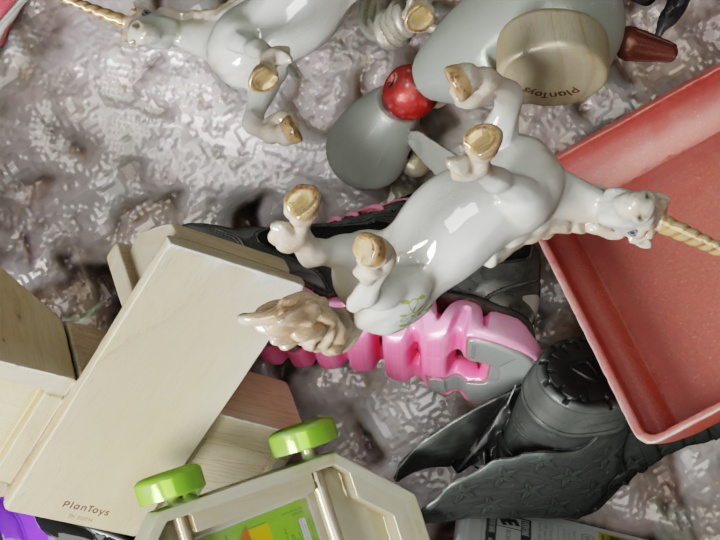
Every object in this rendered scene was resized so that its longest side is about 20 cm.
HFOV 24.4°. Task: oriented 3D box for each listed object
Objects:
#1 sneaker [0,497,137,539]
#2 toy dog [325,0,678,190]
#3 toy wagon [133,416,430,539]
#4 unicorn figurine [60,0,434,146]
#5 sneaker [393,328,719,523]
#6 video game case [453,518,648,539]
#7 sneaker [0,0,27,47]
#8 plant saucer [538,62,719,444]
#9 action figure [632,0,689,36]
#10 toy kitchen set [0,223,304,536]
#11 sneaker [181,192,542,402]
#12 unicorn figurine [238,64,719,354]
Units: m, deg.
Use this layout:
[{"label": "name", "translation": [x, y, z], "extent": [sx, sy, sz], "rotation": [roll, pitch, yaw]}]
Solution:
[{"label": "sneaker", "translation": [-0.122, 0.172, 0.828], "extent": [0.099, 0.070, 0.200], "rotation": [-36, 87, -2]}, {"label": "toy dog", "translation": [0.072, -0.093, 0.795], "extent": [0.096, 0.200, 0.132], "rotation": [21, 78, -25]}, {"label": "toy wagon", "translation": [-0.056, 0.162, 0.757], "extent": [0.199, 0.040, 0.156], "rotation": [-17, 88, -22]}, {"label": "unicorn figurine", "translation": [-0.041, -0.125, 0.814], "extent": [0.200, 0.137, 0.074], "rotation": [-26, 123, -2]}, {"label": "sneaker", "translation": [0.123, 0.078, 0.825], "extent": [0.199, 0.104, 0.060], "rotation": [-3, 49, -29]}, {"label": "video game case", "translation": [0.127, 0.169, 0.755], "extent": [0.181, 0.200, 0.023], "rotation": [13, 105, 3]}, {"label": "sneaker", "translation": [-0.182, -0.170, 0.838], "extent": [0.074, 0.087, 0.200], "rotation": [36, 89, 6]}, {"label": "plant saucer", "translation": [0.191, -0.022, 0.781], "extent": [0.199, 0.200, 0.037], "rotation": [-29, 129, 8]}, {"label": "action figure", "translation": [0.120, -0.192, 0.822], "extent": [0.199, 0.102, 0.119], "rotation": [21, 77, 5]}, {"label": "toy kitchen set", "translation": [-0.127, 0.001, 0.809], "extent": [0.200, 0.181, 0.163], "rotation": [19, 120, -32]}, {"label": "sneaker", "translation": [0.000, 0.000, 0.840], "extent": [0.199, 0.079, 0.096], "rotation": [13, 61, 6]}, {"label": "unicorn figurine", "translation": [0.050, -0.023, 0.712], "extent": [0.200, 0.137, 0.074], "rotation": [-22, 62, 12]}]
